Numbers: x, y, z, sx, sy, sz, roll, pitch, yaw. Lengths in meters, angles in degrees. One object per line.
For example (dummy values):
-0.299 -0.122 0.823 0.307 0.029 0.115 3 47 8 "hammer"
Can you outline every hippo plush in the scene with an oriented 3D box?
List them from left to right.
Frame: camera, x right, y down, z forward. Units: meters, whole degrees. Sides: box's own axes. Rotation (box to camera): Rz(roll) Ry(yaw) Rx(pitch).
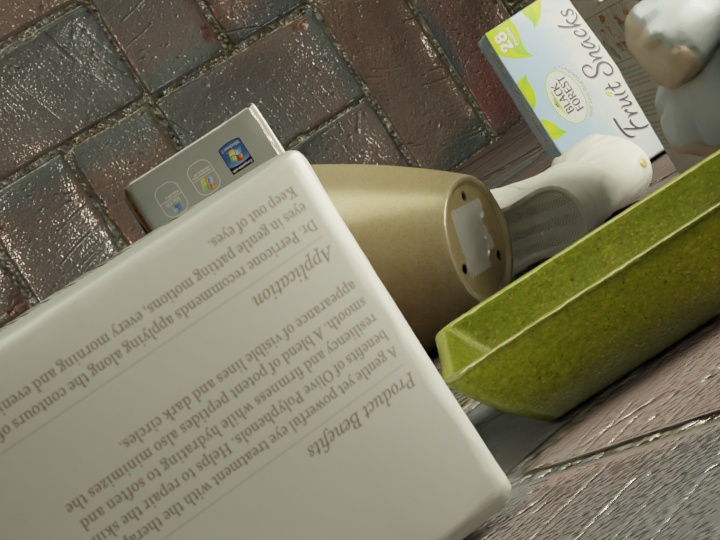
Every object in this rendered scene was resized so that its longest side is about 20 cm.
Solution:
0.264 -0.120 1.180 0.200 0.159 0.161 -47 32 10 "hippo plush"

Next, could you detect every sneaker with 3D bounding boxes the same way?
0.137 -0.046 1.630 0.115 0.074 0.199 -34 13 -38 "sneaker"

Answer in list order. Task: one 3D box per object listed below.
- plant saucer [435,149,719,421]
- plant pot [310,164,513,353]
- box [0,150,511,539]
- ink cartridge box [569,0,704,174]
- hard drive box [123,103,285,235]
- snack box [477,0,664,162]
0.133 0.007 1.026 0.199 0.048 0.200 -33 3 3 "plant saucer"
0.000 0.000 1.502 0.199 0.188 0.187 -14 13 32 "plant pot"
-0.089 0.088 0.880 0.199 0.172 0.200 -34 3 -26 "box"
0.207 -0.144 1.401 0.045 0.177 0.200 -32 4 -3 "ink cartridge box"
-0.037 0.023 1.091 0.077 0.201 0.156 -33 3 -6 "hard drive box"
0.229 -0.183 1.824 0.199 0.169 0.068 -34 0 -2 "snack box"
